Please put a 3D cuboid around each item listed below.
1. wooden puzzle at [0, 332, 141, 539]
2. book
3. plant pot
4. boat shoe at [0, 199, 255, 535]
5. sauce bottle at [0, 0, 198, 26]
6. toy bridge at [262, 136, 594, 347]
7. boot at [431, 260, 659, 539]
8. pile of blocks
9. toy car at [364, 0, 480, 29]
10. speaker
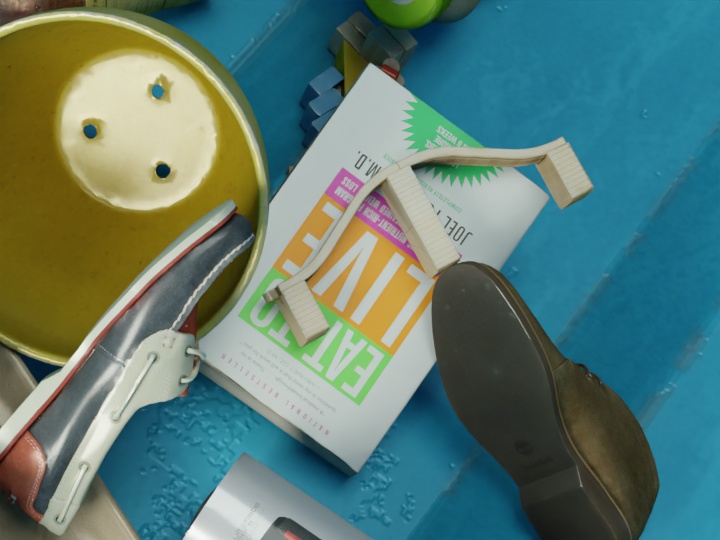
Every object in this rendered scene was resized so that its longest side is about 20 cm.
[{"bbox_3d":[-0.234,0.148,1.394,0.200,0.037,0.185,-29,73,-25],"label":"wooden puzzle"},{"bbox_3d":[0.000,0.000,1.510,0.133,0.048,0.200,35,77,-2],"label":"book"},{"bbox_3d":[-0.138,-0.063,1.463,0.200,0.200,0.142,27,20,-1],"label":"plant pot"},{"bbox_3d":[-0.119,0.050,1.374,0.063,0.071,0.200,42,96,-1],"label":"boat shoe"},{"bbox_3d":[-0.177,-0.175,1.576,0.199,0.066,0.066,-16,67,-25],"label":"sauce bottle"},{"bbox_3d":[0.032,-0.029,1.485,0.200,0.027,0.067,-27,84,-15],"label":"toy bridge"},{"bbox_3d":[0.107,0.074,1.502,0.075,0.073,0.200,-41,108,-43],"label":"boot"},{"bbox_3d":[0.001,-0.079,1.580,0.082,0.062,0.201,2,60,-17],"label":"pile of blocks"},{"bbox_3d":[-0.011,-0.246,1.634,0.199,0.158,0.164,12,22,18],"label":"toy car"},{"bbox_3d":[-0.006,0.185,1.418,0.200,0.081,0.081,35,57,3],"label":"speaker"}]
